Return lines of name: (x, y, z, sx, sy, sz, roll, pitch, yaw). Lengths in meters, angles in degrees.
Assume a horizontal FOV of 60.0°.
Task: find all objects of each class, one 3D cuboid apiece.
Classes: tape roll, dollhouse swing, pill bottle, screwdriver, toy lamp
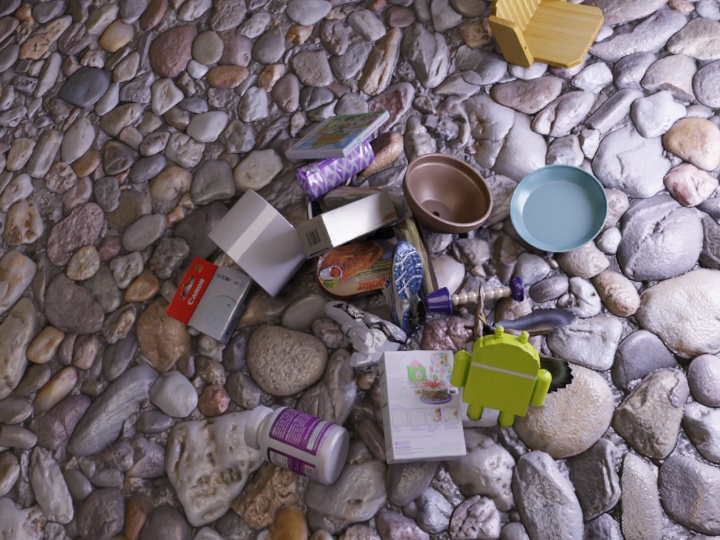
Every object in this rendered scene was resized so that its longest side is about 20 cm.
tape roll: (-0.219, -0.060, 1.382, 0.202, 0.203, 0.140, 39, 83, 27)
dollhouse swing: (0.431, -0.590, 1.427, 0.174, 0.182, 0.202, 21, 73, 44)
pill bottle: (-0.129, 0.338, 1.238, 0.196, 0.113, 0.115, 14, 72, 21)
screwdriver: (-0.001, -0.067, 1.378, 0.195, 0.028, 0.030, -14, 78, -14)
toy lamp: (0.227, 0.052, 1.253, 0.195, 0.059, 0.059, -11, 64, -3)

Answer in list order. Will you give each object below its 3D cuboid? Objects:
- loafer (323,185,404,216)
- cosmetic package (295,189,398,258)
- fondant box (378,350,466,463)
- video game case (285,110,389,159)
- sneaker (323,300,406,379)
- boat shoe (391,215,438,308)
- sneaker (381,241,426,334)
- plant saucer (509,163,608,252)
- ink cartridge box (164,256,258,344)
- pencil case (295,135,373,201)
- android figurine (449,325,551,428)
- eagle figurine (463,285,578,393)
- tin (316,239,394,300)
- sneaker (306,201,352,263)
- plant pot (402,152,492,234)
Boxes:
loafer: (0.011, -0.168, 1.431, 0.195, 0.073, 0.064, 6, 49, 22)
cosmetic package: (-0.026, -0.098, 1.305, 0.198, 0.104, 0.073, -25, 94, -38)
fondant box: (0.115, 0.259, 1.196, 0.140, 0.058, 0.205, 0, 67, -11)
video game case: (-0.055, -0.317, 1.460, 0.197, 0.022, 0.182, 8, 44, 42)
sneaker: (-0.010, 0.143, 1.302, 0.197, 0.075, 0.117, 21, 77, 25)
boat shoe: (0.117, -0.010, 1.320, 0.063, 0.073, 0.205, -18, 78, 16)
sneaker: (0.076, 0.032, 1.270, 0.076, 0.204, 0.084, -25, 33, -33)
plant saucer: (0.413, -0.126, 1.305, 0.195, 0.036, 0.205, -7, 66, 15)
ink cartridge box: (-0.358, 0.060, 1.460, 0.196, 0.047, 0.163, 21, 76, 22)
pencil case: (-0.061, -0.246, 1.453, 0.198, 0.086, 0.084, -35, 60, -16)
android figurine: (0.256, 0.194, 1.143, 0.177, 0.204, 0.041, 10, 27, 9)
eagle figurine: (0.305, 0.137, 1.197, 0.195, 0.152, 0.155, 13, 114, -9)
tin: (0.000, 0.000, 1.340, 0.195, 0.042, 0.114, -11, 65, -15)
sneaker: (-0.066, -0.073, 1.422, 0.088, 0.070, 0.204, -13, 64, -5)
plant pot: (0.175, -0.146, 1.334, 0.196, 0.093, 0.204, 9, 52, -12)
